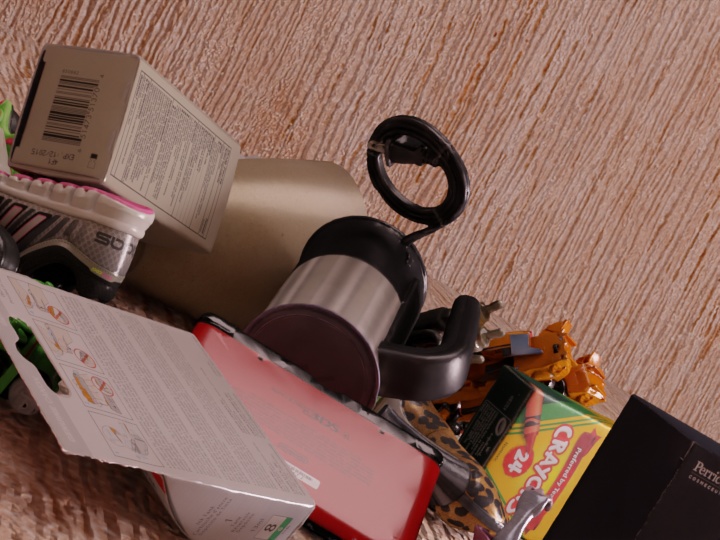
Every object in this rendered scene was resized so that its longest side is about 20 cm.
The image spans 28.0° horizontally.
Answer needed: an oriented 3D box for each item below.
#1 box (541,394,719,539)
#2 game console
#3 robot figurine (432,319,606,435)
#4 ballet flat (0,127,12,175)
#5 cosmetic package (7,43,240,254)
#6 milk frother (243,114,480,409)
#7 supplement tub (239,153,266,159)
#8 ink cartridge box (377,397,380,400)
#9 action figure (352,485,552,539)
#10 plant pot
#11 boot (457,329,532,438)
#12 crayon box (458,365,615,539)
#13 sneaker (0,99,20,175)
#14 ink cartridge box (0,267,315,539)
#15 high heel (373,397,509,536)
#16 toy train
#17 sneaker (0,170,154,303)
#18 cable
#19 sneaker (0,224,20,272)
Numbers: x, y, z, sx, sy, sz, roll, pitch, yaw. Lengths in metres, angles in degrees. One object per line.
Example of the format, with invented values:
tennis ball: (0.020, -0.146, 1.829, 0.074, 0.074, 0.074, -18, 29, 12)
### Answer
box: (0.235, 0.219, 0.997, 0.199, 0.183, 0.104, 30, 6, -18)
game console: (-0.056, 0.133, 1.015, 0.199, 0.119, 0.173, 31, 37, -3)
robot figurine: (0.118, 0.105, 1.340, 0.199, 0.059, 0.145, -13, -35, 27)
ballet flat: (-0.346, -0.107, 1.234, 0.200, 0.073, 0.068, 36, 7, 30)
cosmetic package: (-0.179, -0.091, 1.129, 0.087, 0.104, 0.200, 10, -12, 20)
milk frother: (0.000, 0.000, 1.153, 0.179, 0.201, 0.188, -7, 21, 17)
supplement tub: (-0.099, -0.039, 1.603, 0.199, 0.145, 0.144, 28, 7, -35)
ink cartridge box: (-0.017, 0.091, 1.438, 0.145, 0.048, 0.200, 29, 4, -33)
action figure: (0.074, 0.211, 0.814, 0.199, 0.134, 0.150, 19, 49, -3)
plant pot: (-0.127, -0.024, 1.319, 0.199, 0.188, 0.187, 9, 18, -36)
boot: (0.171, 0.146, 1.468, 0.199, 0.145, 0.072, 32, 4, -7)
crayon box: (0.174, 0.179, 1.289, 0.199, 0.127, 0.051, 27, 8, -36)
sneaker: (-0.326, -0.099, 1.369, 0.084, 0.077, 0.200, 49, -2, -36)
ink cartridge box: (-0.134, 0.078, 0.807, 0.200, 0.050, 0.161, 21, 22, -50)
high heel: (0.065, 0.164, 1.228, 0.142, 0.071, 0.200, 43, 4, 0)
toy train: (-0.201, 0.048, 0.878, 0.056, 0.042, 0.200, 41, 4, -10)
sneaker: (-0.248, -0.022, 1.054, 0.199, 0.088, 0.074, 9, -9, 21)
cable: (0.036, 0.074, 1.301, 0.199, 0.097, 0.050, -17, -58, 39)
sneaker: (-0.303, -0.043, 0.982, 0.199, 0.060, 0.104, 38, 3, 24)
